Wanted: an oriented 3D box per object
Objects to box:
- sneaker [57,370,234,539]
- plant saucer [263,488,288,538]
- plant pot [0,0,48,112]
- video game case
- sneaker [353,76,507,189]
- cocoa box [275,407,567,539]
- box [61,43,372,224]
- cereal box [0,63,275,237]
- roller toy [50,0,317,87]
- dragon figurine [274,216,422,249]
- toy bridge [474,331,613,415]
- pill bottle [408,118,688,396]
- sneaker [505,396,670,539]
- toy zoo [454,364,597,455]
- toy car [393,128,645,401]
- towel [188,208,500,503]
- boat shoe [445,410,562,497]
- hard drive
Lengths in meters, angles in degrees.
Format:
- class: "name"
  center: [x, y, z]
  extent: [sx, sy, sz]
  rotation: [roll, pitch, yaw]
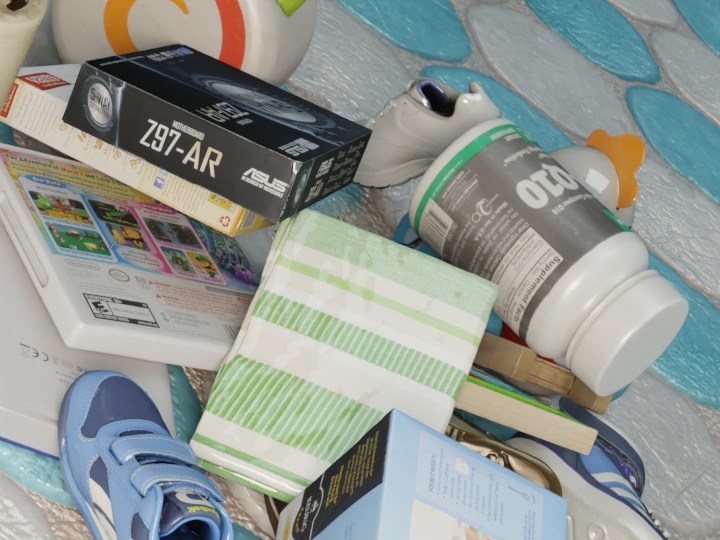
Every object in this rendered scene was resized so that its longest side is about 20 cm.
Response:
- class: "sneaker"
  center: [-0.113, 0.133, 1.128]
  extent: [0.074, 0.082, 0.201]
  rotation: [4, 50, -38]
- class: "plant saucer"
  center: [0.013, 0.175, 1.296]
  extent: [0.200, 0.032, 0.201]
  rotation: [29, 29, -18]
- class: "plant pot"
  center: [-0.289, -0.126, 1.208]
  extent: [0.200, 0.184, 0.201]
  rotation: [29, 29, -18]
- class: "video game case"
  center: [-0.144, -0.004, 1.318]
  extent: [0.199, 0.024, 0.182]
  rotation: [13, 33, -44]
- class: "sneaker"
  center: [0.047, -0.118, 1.621]
  extent: [0.075, 0.199, 0.087]
  rotation: [-48, 123, -36]
- class: "cocoa box"
  center: [0.027, 0.207, 1.117]
  extent: [0.133, 0.131, 0.201]
  rotation: [29, 40, -18]
- class: "box"
  center: [-0.091, -0.097, 1.347]
  extent: [0.160, 0.044, 0.200]
  rotation: [25, 15, 9]
- class: "cereal box"
  center: [-0.147, -0.087, 1.397]
  extent: [0.199, 0.040, 0.144]
  rotation: [27, 13, 10]
- class: "roller toy"
  center: [-0.133, -0.200, 1.513]
  extent: [0.199, 0.183, 0.140]
  rotation: [19, 25, 10]
- class: "dragon figurine"
  center: [0.000, 0.000, 1.465]
  extent: [0.199, 0.059, 0.099]
  rotation: [5, 12, -46]
- class: "toy bridge"
  center: [0.101, 0.063, 1.485]
  extent: [0.199, 0.027, 0.067]
  rotation: [22, 0, -38]
- class: "pill bottle"
  center: [0.138, -0.009, 1.464]
  extent: [0.200, 0.113, 0.113]
  rotation: [45, 28, 22]
- class: "sneaker"
  center: [0.195, 0.178, 1.459]
  extent: [0.200, 0.081, 0.146]
  rotation: [43, 31, 19]
- class: "toy zoo"
  center: [0.064, 0.076, 1.425]
  extent: [0.131, 0.021, 0.200]
  rotation: [22, 2, -33]
- class: "toy car"
  center: [0.164, -0.021, 1.589]
  extent: [0.184, 0.200, 0.177]
  rotation: [17, 35, -35]
- class: "towel"
  center: [-0.011, 0.063, 1.274]
  extent: [0.152, 0.023, 0.201]
  rotation: [22, 58, 2]
- class: "boat shoe"
  center: [0.036, 0.119, 1.311]
  extent: [0.199, 0.073, 0.065]
  rotation: [29, -7, 3]
- class: "hard drive"
  center: [-0.182, 0.044, 1.256]
  extent: [0.131, 0.025, 0.201]
  rotation: [24, 31, -28]
